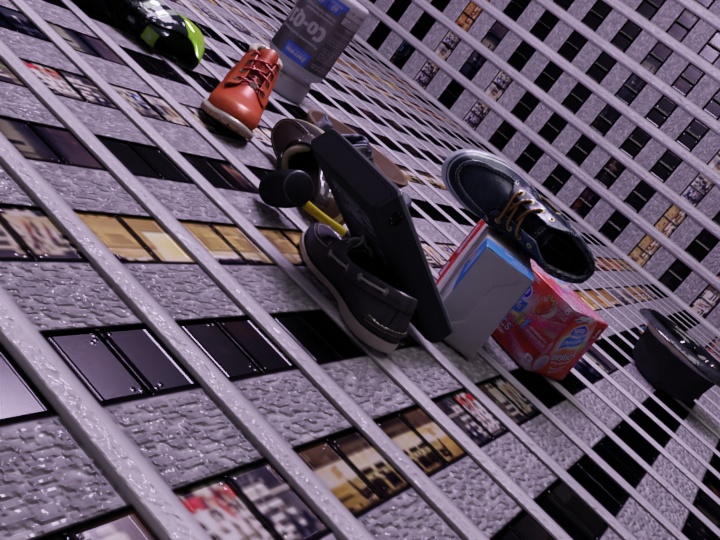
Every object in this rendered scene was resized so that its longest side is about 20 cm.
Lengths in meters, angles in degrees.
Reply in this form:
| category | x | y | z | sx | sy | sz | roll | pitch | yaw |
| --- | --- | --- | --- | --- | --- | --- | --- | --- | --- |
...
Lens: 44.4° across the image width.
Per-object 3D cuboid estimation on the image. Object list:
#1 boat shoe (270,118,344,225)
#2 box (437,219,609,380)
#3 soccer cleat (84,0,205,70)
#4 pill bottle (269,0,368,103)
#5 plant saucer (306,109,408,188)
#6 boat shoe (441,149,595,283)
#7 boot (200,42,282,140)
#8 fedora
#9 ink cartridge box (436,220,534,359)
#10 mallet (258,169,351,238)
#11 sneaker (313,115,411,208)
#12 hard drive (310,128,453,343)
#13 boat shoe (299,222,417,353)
| category | x | y | z | sx | sy | sz | roll | pitch | yaw |
| --- | --- | --- | --- | --- | --- | --- | --- | --- | --- |
| boat shoe | -0.067 | -0.134 | 1.078 | 0.065 | 0.073 | 0.200 | 28 | 18 | -45 |
| box | 0.208 | 0.037 | 1.141 | 0.095 | 0.100 | 0.200 | 19 | 24 | -47 |
| soccer cleat | -0.297 | -0.344 | 1.194 | 0.200 | 0.068 | 0.081 | 28 | 31 | -31 |
| pill bottle | -0.087 | -0.399 | 1.531 | 0.114 | 0.200 | 0.114 | 34 | 16 | -11 |
| plant saucer | -0.009 | -0.191 | 1.434 | 0.200 | 0.029 | 0.200 | 33 | 17 | -11 |
| boat shoe | 0.181 | -0.063 | 0.986 | 0.200 | 0.071 | 0.091 | 35 | 12 | -12 |
| boot | -0.147 | -0.238 | 1.140 | 0.075 | 0.107 | 0.200 | 33 | 18 | -19 |
| fedora | 0.533 | 0.156 | 1.506 | 0.201 | 0.092 | 0.201 | 34 | 16 | -11 |
| ink cartridge box | 0.141 | 0.012 | 1.038 | 0.067 | 0.116 | 0.200 | 36 | 17 | -1 |
| mallet | -0.032 | -0.047 | 0.988 | 0.200 | 0.041 | 0.066 | 40 | -17 | -36 |
| sneaker | 0.000 | -0.139 | 1.214 | 0.200 | 0.081 | 0.074 | 27 | 19 | -31 |
| hard drive | 0.023 | -0.031 | 0.880 | 0.140 | 0.033 | 0.200 | 48 | -13 | 45 |
| boat shoe | 0.000 | 0.000 | 0.870 | 0.073 | 0.063 | 0.200 | 22 | 21 | -35 |
